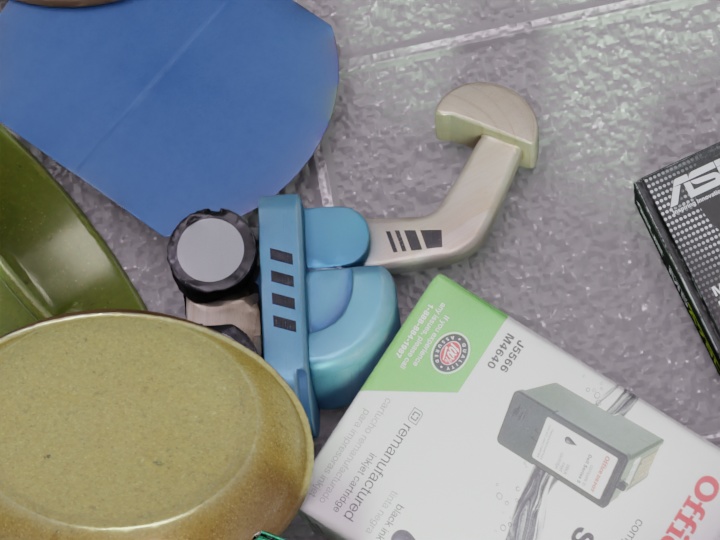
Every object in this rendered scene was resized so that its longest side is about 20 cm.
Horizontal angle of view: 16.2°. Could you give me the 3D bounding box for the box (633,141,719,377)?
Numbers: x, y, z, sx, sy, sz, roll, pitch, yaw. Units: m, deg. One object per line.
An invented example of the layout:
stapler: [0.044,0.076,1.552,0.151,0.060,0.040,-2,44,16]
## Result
box: [0.273,0.000,1.334,0.199,0.048,0.194,-24,75,0]

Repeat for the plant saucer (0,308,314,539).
plant saucer: [-0.123,0.086,1.256,0.199,0.201,0.036,-12,40,4]

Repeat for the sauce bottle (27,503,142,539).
sauce bottle: [-0.190,0.174,1.337,0.200,0.065,0.065,-43,74,-7]

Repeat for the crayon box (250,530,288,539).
crayon box: [-0.056,0.242,1.272,0.058,0.119,0.201,20,78,12]

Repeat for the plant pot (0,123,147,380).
plant pot: [-0.235,0.040,1.334,0.190,0.200,0.200,-37,73,10]

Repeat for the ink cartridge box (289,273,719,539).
ink cartridge box: [0.088,0.119,1.305,0.200,0.084,0.146,31,81,14]

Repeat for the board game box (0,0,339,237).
board game box: [-0.109,-0.104,1.418,0.200,0.039,0.158,34,71,16]

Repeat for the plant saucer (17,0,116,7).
plant saucer: [-0.162,-0.242,1.449,0.199,0.030,0.201,-1,64,3]

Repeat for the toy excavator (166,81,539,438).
toy excavator: [0.000,0.000,1.348,0.199,0.100,0.195,-3,68,1]
